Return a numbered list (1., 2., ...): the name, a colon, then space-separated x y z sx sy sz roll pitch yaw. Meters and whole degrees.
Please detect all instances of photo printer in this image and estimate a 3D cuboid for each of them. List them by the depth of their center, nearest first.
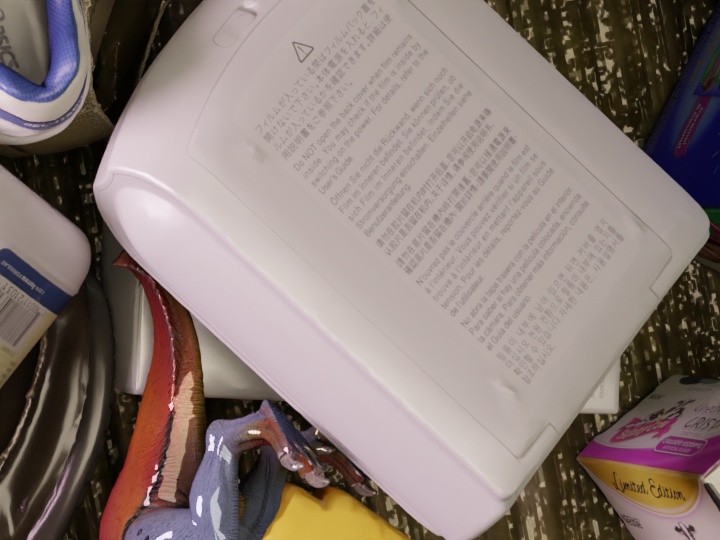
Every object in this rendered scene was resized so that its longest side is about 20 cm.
1. photo printer: 0.011 -0.024 1.048 0.200 0.069 0.167 42 60 -5

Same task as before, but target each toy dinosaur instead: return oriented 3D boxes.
1. toy dinosaur: -0.075 0.123 1.082 0.181 0.105 0.200 -41 81 13

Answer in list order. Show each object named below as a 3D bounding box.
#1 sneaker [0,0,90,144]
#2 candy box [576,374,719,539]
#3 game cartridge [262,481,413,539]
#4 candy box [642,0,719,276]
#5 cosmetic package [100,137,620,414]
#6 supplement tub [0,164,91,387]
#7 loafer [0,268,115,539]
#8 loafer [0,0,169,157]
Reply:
1. sneaker: -0.141 -0.141 0.987 0.075 0.088 0.201 -29 97 -14
2. candy box: 0.186 0.139 1.164 0.061 0.136 0.201 -38 99 -13
3. game cartridge: -0.012 0.209 1.165 0.176 0.032 0.201 37 79 -13
4. candy box: 0.200 -0.080 1.132 0.077 0.200 0.170 29 83 -14
5. cosmetic package: 0.000 0.000 1.136 0.198 0.085 0.109 5 89 -15
6. supplement tub: -0.209 0.026 1.040 0.145 0.145 0.200 39 87 -13
7. loafer: -0.149 0.089 1.099 0.071 0.073 0.201 18 86 -17
8. loafer: -0.092 -0.136 1.103 0.067 0.076 0.201 14 89 27
